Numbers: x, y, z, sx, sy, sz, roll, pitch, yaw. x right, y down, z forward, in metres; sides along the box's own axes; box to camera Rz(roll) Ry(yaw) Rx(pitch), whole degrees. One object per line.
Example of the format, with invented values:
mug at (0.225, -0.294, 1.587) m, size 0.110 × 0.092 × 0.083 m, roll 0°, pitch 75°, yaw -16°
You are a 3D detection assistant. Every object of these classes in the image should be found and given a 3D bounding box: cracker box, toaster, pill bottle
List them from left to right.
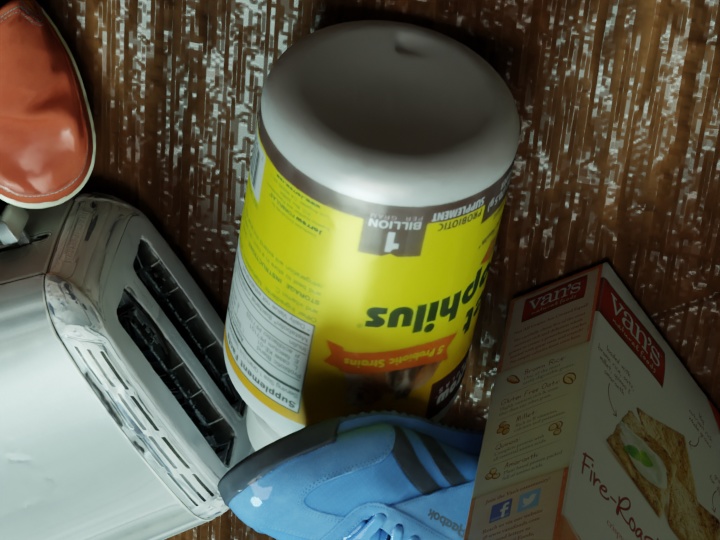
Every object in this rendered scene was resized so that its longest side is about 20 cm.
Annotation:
toaster at (-0.132, 0.059, 1.300) m, size 0.128 × 0.114 × 0.201 m, roll -19°, pitch 120°, yaw 25°
pill bottle at (0.000, 0.000, 1.219) m, size 0.108 × 0.110 × 0.201 m, roll 13°, pitch 132°, yaw 2°
cracker box at (0.109, 0.113, 1.229) m, size 0.057 × 0.201 × 0.134 m, roll -23°, pitch 122°, yaw 28°

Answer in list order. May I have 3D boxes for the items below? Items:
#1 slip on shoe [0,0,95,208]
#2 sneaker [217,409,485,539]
slip on shoe at (-0.165, -0.104, 1.189) m, size 0.074 × 0.061 × 0.201 m, roll -27°, pitch 124°, yaw -8°
sneaker at (0.021, 0.110, 1.206) m, size 0.066 × 0.079 × 0.199 m, roll -33°, pitch 154°, yaw 29°
